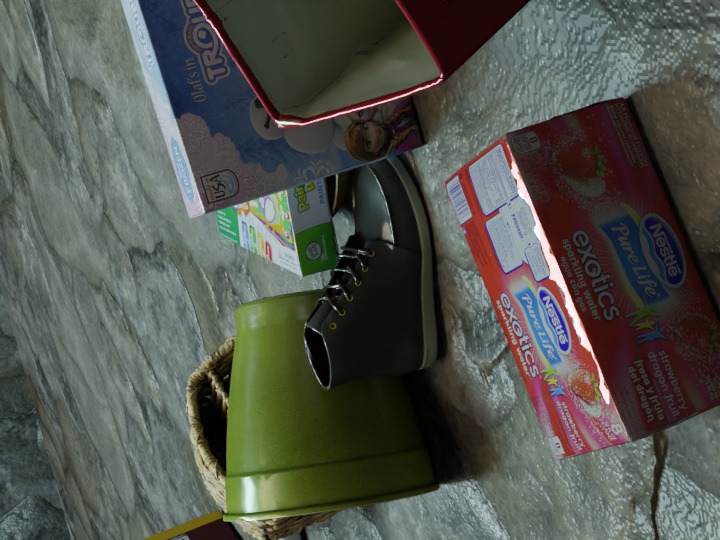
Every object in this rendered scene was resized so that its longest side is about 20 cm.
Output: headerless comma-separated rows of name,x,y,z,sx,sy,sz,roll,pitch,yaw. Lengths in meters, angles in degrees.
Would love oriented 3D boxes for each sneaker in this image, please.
sneaker,0.000,0.000,1.172,0.075,0.106,0.201,13,115,63

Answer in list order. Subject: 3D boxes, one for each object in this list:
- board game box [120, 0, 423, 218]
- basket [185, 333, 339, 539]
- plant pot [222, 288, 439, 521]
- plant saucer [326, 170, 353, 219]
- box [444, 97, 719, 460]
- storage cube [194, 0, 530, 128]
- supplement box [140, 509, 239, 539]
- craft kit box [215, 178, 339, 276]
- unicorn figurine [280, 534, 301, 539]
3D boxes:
board game box,-0.069,-0.165,1.090,0.043,0.198,0.201,-9,100,66
basket,-0.104,0.166,1.486,0.200,0.142,0.149,55,152,33
plant pot,-0.039,0.118,1.277,0.200,0.200,0.194,160,104,-67
plant saucer,-0.045,-0.140,1.245,0.200,0.035,0.201,164,90,-72
box,0.144,0.007,0.875,0.201,0.095,0.100,68,157,7
storage cube,0.009,-0.212,0.820,0.200,0.180,0.171,-9,121,55
supplement box,-0.237,0.473,1.939,0.200,0.197,0.133,44,144,48
craft kit box,-0.092,-0.111,1.261,0.200,0.048,0.198,23,124,60
unicorn figurine,-0.097,0.335,1.703,0.137,0.074,0.201,178,89,-76
